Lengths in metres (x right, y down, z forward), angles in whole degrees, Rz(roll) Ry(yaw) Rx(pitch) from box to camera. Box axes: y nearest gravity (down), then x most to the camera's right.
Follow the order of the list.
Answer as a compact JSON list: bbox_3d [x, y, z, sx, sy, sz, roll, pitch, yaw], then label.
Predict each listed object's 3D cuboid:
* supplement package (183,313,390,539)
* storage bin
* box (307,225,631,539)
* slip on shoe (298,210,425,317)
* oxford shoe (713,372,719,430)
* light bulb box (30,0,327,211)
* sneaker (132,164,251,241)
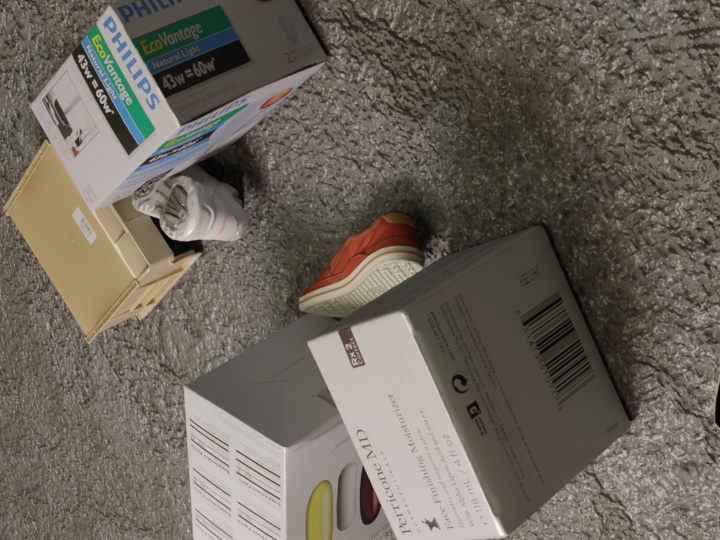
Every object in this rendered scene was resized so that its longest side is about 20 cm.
[{"bbox_3d":[-0.060,0.186,1.310,0.146,0.190,0.202,26,129,35],"label":"supplement package"},{"bbox_3d":[-0.304,-0.051,1.507,0.201,0.093,0.198,57,139,6],"label":"storage bin"},{"bbox_3d":[0.095,0.097,1.093,0.130,0.199,0.201,-20,97,48],"label":"box"},{"bbox_3d":[0.000,0.000,1.251,0.200,0.073,0.062,-38,48,55],"label":"slip on shoe"},{"bbox_3d":[0.310,0.040,0.934,0.070,0.074,0.202,31,131,31],"label":"oxford shoe"},{"bbox_3d":[-0.173,-0.178,1.219,0.199,0.198,0.126,-31,91,51],"label":"light bulb box"},{"bbox_3d":[-0.179,-0.077,1.375,0.078,0.099,0.200,-62,36,16],"label":"sneaker"}]
